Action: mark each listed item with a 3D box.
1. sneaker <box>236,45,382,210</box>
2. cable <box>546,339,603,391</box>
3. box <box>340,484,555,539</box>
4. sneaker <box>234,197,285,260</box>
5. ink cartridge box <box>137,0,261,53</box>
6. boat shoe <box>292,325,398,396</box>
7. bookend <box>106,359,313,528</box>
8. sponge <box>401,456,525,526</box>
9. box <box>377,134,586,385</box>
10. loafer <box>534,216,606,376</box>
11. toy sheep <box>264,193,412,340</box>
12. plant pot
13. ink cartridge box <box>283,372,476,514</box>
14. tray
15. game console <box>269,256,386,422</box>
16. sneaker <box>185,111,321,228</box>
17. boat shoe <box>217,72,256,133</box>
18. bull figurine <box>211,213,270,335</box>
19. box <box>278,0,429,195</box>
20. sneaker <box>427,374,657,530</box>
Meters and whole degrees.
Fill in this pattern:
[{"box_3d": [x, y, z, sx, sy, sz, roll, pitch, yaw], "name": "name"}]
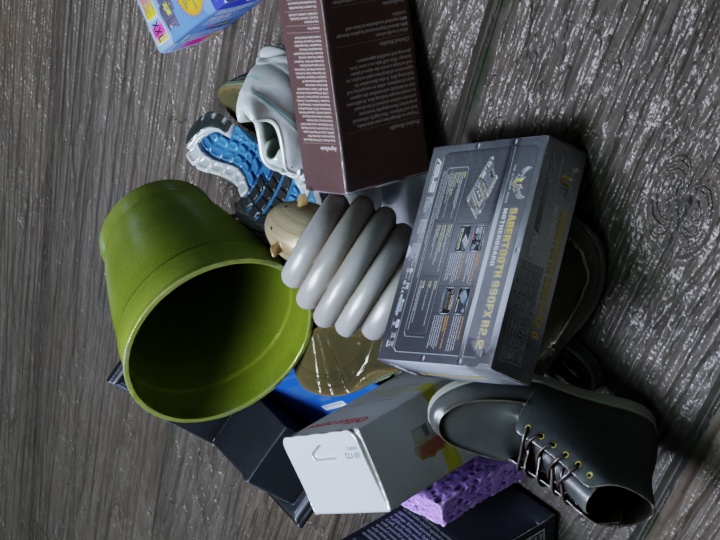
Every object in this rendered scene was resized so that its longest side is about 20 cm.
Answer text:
[{"box_3d": [-0.052, -0.112, 1.463, 0.070, 0.081, 0.201, 3, 142, 46], "name": "sneaker"}, {"box_3d": [0.130, 0.047, 1.414, 0.201, 0.050, 0.097, 54, 135, 19], "name": "cable"}, {"box_3d": [0.082, 0.330, 1.545, 0.123, 0.197, 0.202, 33, 136, 43], "name": "box"}, {"box_3d": [-0.059, -0.013, 1.600, 0.200, 0.072, 0.115, 29, 139, 51], "name": "sneaker"}, {"box_3d": [-0.161, -0.318, 1.576, 0.199, 0.076, 0.138, -21, 94, 57], "name": "ink cartridge box"}, {"box_3d": [0.013, 0.077, 1.554, 0.200, 0.063, 0.074, -23, 80, 42], "name": "boat shoe"}, {"box_3d": [-0.149, 0.170, 1.754, 0.198, 0.093, 0.200, 34, -177, -45], "name": "bookend"}, {"box_3d": [0.059, 0.190, 1.565, 0.199, 0.111, 0.030, 17, 127, 50], "name": "sponge"}, {"box_3d": [0.101, -0.009, 1.322, 0.158, 0.048, 0.202, -1, 71, 55], "name": "box"}, {"box_3d": [0.146, 0.046, 1.341, 0.075, 0.069, 0.202, 33, 120, 21], "name": "loafer"}, {"box_3d": [0.000, 0.000, 1.431, 0.198, 0.139, 0.138, 29, 142, 1], "name": "toy sheep"}, {"box_3d": [-0.176, 0.014, 1.585, 0.193, 0.198, 0.202, 54, 149, 43], "name": "plant pot"}, {"box_3d": [0.048, 0.148, 1.468, 0.145, 0.199, 0.084, -18, 97, 58], "name": "ink cartridge box"}, {"box_3d": [0.021, -0.070, 1.527, 0.199, 0.022, 0.109, -1, 111, 56], "name": "tray"}, {"box_3d": [-0.049, 0.065, 1.726, 0.170, 0.119, 0.199, 38, 153, -17], "name": "game console"}, {"box_3d": [-0.088, -0.094, 1.572, 0.200, 0.086, 0.075, 42, 104, 40], "name": "sneaker"}, {"box_3d": [-0.062, -0.175, 1.540, 0.200, 0.066, 0.072, 6, 141, 52], "name": "boat shoe"}, {"box_3d": [-0.138, 0.028, 1.697, 0.120, 0.202, 0.065, 1, 157, 18], "name": "bull figurine"}, {"box_3d": [-0.006, -0.177, 1.401, 0.075, 0.099, 0.203, 7, 109, 53], "name": "box"}, {"box_3d": [0.152, 0.149, 1.307, 0.197, 0.107, 0.076, 6, 127, 2], "name": "sneaker"}]
